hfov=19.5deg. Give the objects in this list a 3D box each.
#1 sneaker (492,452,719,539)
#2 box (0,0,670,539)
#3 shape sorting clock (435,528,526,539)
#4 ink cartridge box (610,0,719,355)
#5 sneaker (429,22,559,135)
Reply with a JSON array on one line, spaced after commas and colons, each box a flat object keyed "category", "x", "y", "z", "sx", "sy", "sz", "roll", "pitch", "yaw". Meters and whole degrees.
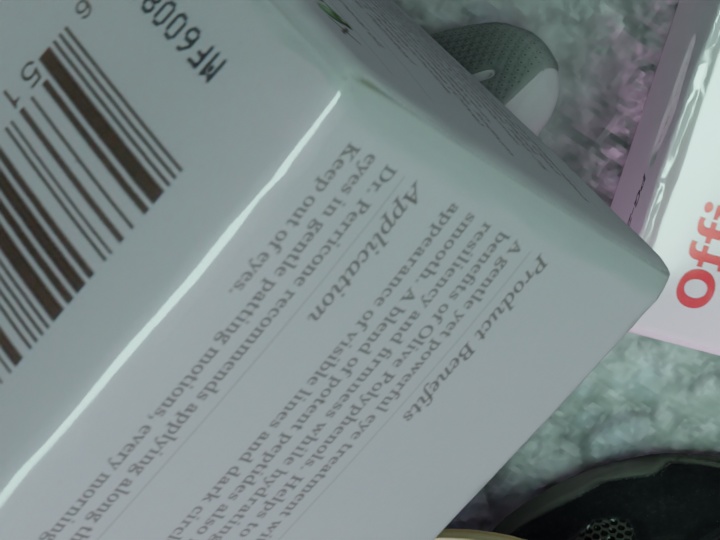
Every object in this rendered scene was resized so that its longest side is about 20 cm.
[{"category": "sneaker", "x": 0.137, "y": 0.118, "z": 0.722, "sx": 0.199, "sy": 0.114, "sz": 0.076, "roll": 1, "pitch": 112, "yaw": 7}, {"category": "box", "x": -0.067, "y": -0.007, "z": 0.595, "sx": 0.199, "sy": 0.200, "sz": 0.171, "roll": -49, "pitch": 142, "yaw": 11}, {"category": "shape sorting clock", "x": 0.062, "y": 0.178, "z": 0.751, "sx": 0.200, "sy": 0.039, "sz": 0.200, "roll": 19, "pitch": 125, "yaw": 30}, {"category": "ink cartridge box", "x": 0.192, "y": -0.035, "z": 0.673, "sx": 0.200, "sy": 0.084, "sz": 0.145, "roll": 14, "pitch": 111, "yaw": -4}, {"category": "sneaker", "x": 0.000, "y": 0.000, "z": 0.712, "sx": 0.080, "sy": 0.070, "sz": 0.200, "roll": 34, "pitch": 108, "yaw": -34}]
